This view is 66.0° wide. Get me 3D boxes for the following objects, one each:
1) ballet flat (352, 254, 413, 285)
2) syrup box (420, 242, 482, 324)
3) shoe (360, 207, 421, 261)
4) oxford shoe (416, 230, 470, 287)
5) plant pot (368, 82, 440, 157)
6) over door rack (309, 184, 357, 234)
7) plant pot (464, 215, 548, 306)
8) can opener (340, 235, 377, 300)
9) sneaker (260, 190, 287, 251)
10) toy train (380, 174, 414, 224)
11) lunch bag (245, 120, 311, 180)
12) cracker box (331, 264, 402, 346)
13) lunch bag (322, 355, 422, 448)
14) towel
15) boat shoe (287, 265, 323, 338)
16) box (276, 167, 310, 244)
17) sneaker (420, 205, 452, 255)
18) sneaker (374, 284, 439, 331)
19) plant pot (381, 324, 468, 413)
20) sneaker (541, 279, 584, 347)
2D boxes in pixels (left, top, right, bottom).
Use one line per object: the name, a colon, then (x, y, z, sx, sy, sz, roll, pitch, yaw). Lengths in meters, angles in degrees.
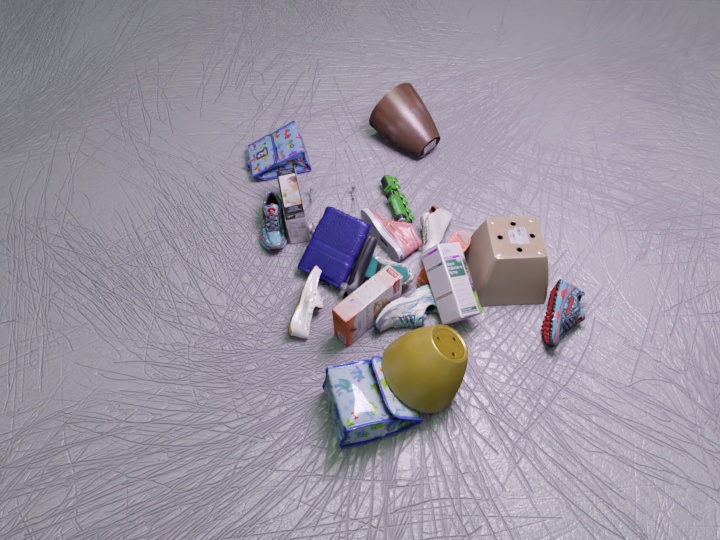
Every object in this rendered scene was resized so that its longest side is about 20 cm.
ballet flat: (0.059, 0.000, 1.535, 0.199, 0.072, 0.072, 20, 58, 26)
syrup box: (0.237, 0.032, 1.449, 0.078, 0.081, 0.201, -7, 76, -34)
shoe: (0.089, -0.120, 1.618, 0.091, 0.072, 0.200, -30, 65, -20)
oxford shoe: (0.234, -0.022, 1.552, 0.071, 0.073, 0.200, 44, 84, 9)
plant pot: (0.162, -0.471, 1.805, 0.187, 0.187, 0.200, -35, 76, -21)
over door rack: (-0.080, -0.176, 1.666, 0.147, 0.067, 0.201, -2, 44, -2)
plant pot: (0.399, -0.038, 1.487, 0.199, 0.177, 0.201, -3, 55, 0)
can opener: (0.000, 0.000, 1.503, 0.078, 0.063, 0.201, 16, 88, -29)
sneaker: (-0.264, -0.149, 1.627, 0.079, 0.096, 0.201, -9, 56, -4)
toy train: (0.110, -0.214, 1.686, 0.056, 0.042, 0.201, 10, 47, -36)
lunch bag: (-0.278, -0.373, 1.801, 0.199, 0.094, 0.151, -20, 58, 3)
cracker box: (0.020, 0.091, 1.432, 0.200, 0.134, 0.058, -39, 63, -22)
lunch bag: (0.028, 0.301, 1.303, 0.199, 0.128, 0.171, -6, 52, -19)
towel: (-0.071, -0.064, 1.545, 0.147, 0.050, 0.201, 26, 92, 14)
boat shoe: (-0.132, 0.087, 1.480, 0.069, 0.071, 0.201, 19, 72, -2)
box: (-0.200, -0.194, 1.646, 0.060, 0.117, 0.201, -12, 57, -4)
sneaker: (0.198, -0.111, 1.598, 0.084, 0.073, 0.200, 29, 49, 0)
sneaker: (0.129, 0.112, 1.452, 0.199, 0.078, 0.086, -29, 63, -17)
plant pot: (0.169, 0.208, 1.295, 0.199, 0.142, 0.201, 20, 41, -18)
sneaker: (0.532, 0.115, 1.429, 0.095, 0.079, 0.201, 20, 61, 9)
